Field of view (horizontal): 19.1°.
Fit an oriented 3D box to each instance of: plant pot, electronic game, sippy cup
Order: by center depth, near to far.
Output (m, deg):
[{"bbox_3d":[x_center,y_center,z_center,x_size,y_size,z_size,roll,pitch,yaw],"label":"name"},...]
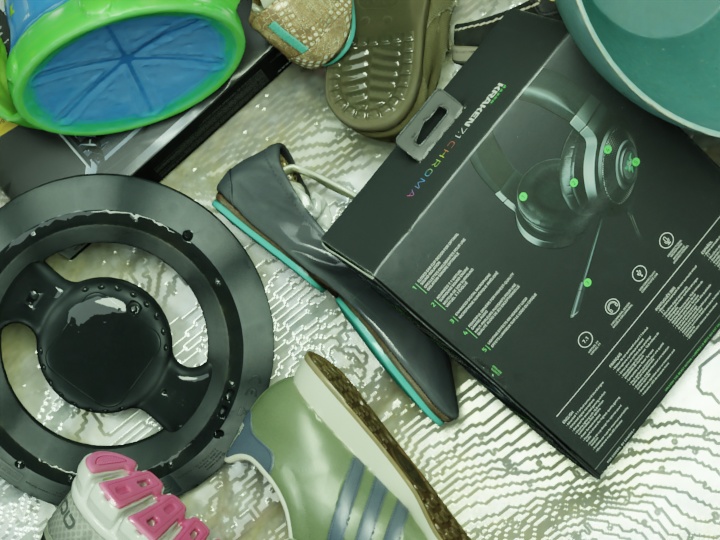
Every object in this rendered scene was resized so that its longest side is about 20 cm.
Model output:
[{"bbox_3d":[0.174,-0.167,1.080,0.198,0.135,0.202,-1,94,-15],"label":"plant pot"},{"bbox_3d":[-0.146,-0.165,1.205,0.177,0.140,0.131,-18,68,-5],"label":"sippy cup"},{"bbox_3d":[-0.149,0.043,1.248,0.198,0.042,0.202,-1,99,-3],"label":"electronic game"}]

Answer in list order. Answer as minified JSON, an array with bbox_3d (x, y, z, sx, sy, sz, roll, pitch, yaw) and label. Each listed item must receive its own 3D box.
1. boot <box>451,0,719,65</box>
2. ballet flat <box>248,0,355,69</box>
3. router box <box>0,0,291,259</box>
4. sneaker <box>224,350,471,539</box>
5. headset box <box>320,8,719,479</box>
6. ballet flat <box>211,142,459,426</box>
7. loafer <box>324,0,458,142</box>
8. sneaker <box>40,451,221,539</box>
[{"bbox_3d":[0.133,-0.198,1.219,0.199,0.073,0.152,-9,93,34],"label":"boot"},{"bbox_3d":[-0.044,-0.209,1.243,0.070,0.065,0.201,-38,47,33],"label":"ballet flat"},{"bbox_3d":[-0.156,-0.132,1.288,0.200,0.052,0.157,-41,79,0],"label":"router box"},{"bbox_3d":[0.000,0.151,1.230,0.090,0.067,0.201,-39,80,9],"label":"sneaker"},{"bbox_3d":[0.102,-0.020,1.175,0.200,0.093,0.174,40,88,-23],"label":"headset box"},{"bbox_3d":[0.000,0.000,1.245,0.200,0.073,0.073,44,89,12],"label":"ballet flat"},{"bbox_3d":[0.021,-0.164,1.267,0.075,0.068,0.201,9,68,15],"label":"loafer"},{"bbox_3d":[-0.109,0.199,1.230,0.200,0.074,0.087,46,114,-4],"label":"sneaker"}]
